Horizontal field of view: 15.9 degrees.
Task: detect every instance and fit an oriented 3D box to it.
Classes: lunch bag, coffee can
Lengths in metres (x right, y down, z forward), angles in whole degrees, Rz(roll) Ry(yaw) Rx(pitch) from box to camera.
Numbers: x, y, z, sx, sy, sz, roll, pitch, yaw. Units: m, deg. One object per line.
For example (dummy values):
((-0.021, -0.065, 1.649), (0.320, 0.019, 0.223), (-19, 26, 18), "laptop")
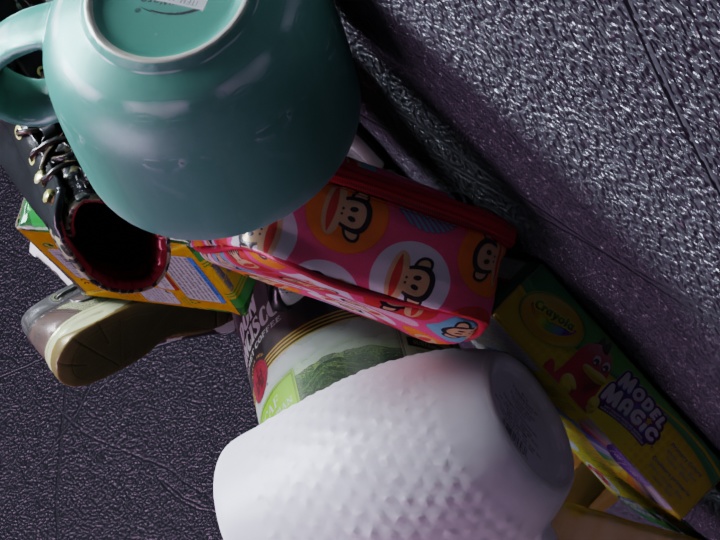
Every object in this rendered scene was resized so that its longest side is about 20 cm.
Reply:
((-0.021, -0.020, 1.447), (0.176, 0.082, 0.200), (17, 177, -15), "lunch bag")
((0.002, 0.085, 1.699), (0.146, 0.146, 0.200), (51, -163, -44), "coffee can")

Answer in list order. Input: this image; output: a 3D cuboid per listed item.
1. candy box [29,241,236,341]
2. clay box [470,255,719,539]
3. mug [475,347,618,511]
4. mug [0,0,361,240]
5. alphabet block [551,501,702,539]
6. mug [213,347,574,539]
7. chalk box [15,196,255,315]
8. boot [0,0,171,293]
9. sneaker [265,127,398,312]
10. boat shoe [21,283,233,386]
((-0.122, -0.022, 1.935), (0.168, 0.200, 0.072), (38, 127, 46), "candy box")
((0.139, 0.076, 1.542), (0.200, 0.048, 0.115), (46, 171, -15), "clay box")
((0.091, 0.138, 1.769), (0.149, 0.153, 0.187), (44, 173, 15), "mug")
((-0.098, -0.101, 1.311), (0.152, 0.185, 0.114), (61, 175, 32), "mug")
((0.163, 0.267, 1.578), (0.195, 0.200, 0.196), (13, 167, 30), "alphabet block")
((0.041, 0.146, 1.494), (0.200, 0.175, 0.148), (58, -156, -4), "mug")
((-0.120, -0.090, 1.652), (0.124, 0.200, 0.125), (7, 161, 19), "chalk box")
((-0.177, -0.089, 1.422), (0.204, 0.073, 0.154), (59, 176, -36), "boot")
((0.000, 0.000, 1.633), (0.200, 0.115, 0.075), (47, 173, -13), "sneaker")
((-0.138, 0.010, 1.742), (0.066, 0.201, 0.072), (42, 142, 29), "boat shoe")
